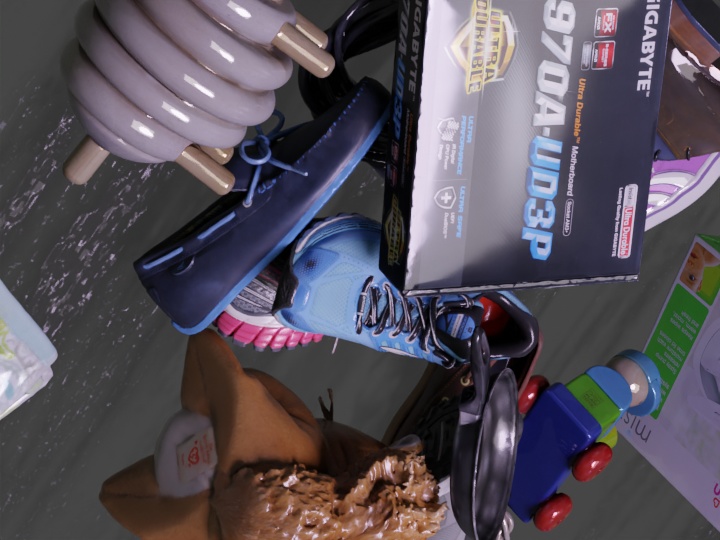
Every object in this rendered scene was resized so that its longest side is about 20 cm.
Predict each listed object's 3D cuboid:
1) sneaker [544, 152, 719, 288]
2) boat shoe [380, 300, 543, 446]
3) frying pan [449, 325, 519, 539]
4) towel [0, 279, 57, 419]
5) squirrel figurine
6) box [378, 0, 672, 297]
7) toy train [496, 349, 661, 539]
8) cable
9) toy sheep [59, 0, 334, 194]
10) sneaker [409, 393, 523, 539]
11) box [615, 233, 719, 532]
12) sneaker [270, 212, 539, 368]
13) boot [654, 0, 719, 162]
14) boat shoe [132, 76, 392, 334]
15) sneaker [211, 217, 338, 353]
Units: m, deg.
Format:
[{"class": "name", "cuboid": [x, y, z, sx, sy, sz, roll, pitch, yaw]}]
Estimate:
[{"class": "sneaker", "cuboid": [0.177, -0.084, 1.454, 0.200, 0.073, 0.114, -40, 130, -6]}, {"class": "boat shoe", "cuboid": [0.070, 0.109, 1.512, 0.070, 0.070, 0.201, 0, 121, -40]}, {"class": "frying pan", "cuboid": [0.071, 0.109, 1.294, 0.190, 0.031, 0.115, 44, 54, -69]}, {"class": "towel", "cuboid": [-0.288, 0.046, 1.234, 0.171, 0.048, 0.200, -38, 134, -8]}, {"class": "squirrel figurine", "cuboid": [-0.033, 0.147, 1.378, 0.186, 0.200, 0.142, 19, 100, -44]}, {"class": "box", "cuboid": [0.097, -0.088, 1.235, 0.158, 0.046, 0.201, -3, 112, -21]}, {"class": "toy train", "cuboid": [0.148, 0.143, 1.597, 0.116, 0.085, 0.200, -29, 158, -39]}, {"class": "cable", "cuboid": [0.054, -0.103, 1.307, 0.200, 0.163, 0.051, 47, 47, -44]}, {"class": "toy sheep", "cuboid": [-0.101, -0.122, 1.192, 0.138, 0.138, 0.200, 29, 106, -43]}, {"class": "sneaker", "cuboid": [0.061, 0.156, 1.470, 0.079, 0.074, 0.200, 25, 133, -15]}, {"class": "box", "cuboid": [0.307, 0.099, 1.579, 0.096, 0.200, 0.177, 6, 117, -37]}, {"class": "sneaker", "cuboid": [0.035, 0.018, 1.298, 0.199, 0.090, 0.079, 6, 107, -40]}, {"class": "boot", "cuboid": [0.234, -0.100, 1.416, 0.097, 0.075, 0.200, -33, 105, 28]}, {"class": "boat shoe", "cuboid": [-0.063, -0.047, 1.273, 0.069, 0.084, 0.200, 43, 100, -5]}, {"class": "sneaker", "cuboid": [0.000, 0.000, 1.381, 0.199, 0.081, 0.075, -10, 123, -29]}]
